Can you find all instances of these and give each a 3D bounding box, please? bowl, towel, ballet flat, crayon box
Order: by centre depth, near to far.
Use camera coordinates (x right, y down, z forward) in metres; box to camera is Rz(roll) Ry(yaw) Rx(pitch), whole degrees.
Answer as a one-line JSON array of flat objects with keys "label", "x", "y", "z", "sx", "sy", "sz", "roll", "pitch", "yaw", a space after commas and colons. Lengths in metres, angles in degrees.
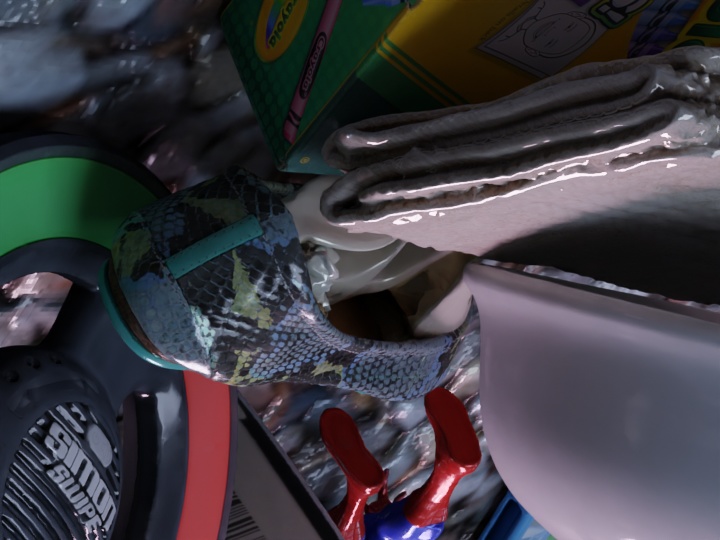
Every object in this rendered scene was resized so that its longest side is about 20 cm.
[{"label": "crayon box", "x": 0.064, "y": -0.105, "z": 0.754, "sx": 0.119, "sy": 0.058, "sz": 0.200, "roll": 1, "pitch": 143, "yaw": -37}, {"label": "towel", "x": 0.096, "y": -0.023, "z": 0.777, "sx": 0.132, "sy": 0.034, "sz": 0.200, "roll": -10, "pitch": 165, "yaw": 40}, {"label": "bowl", "x": 0.118, "y": 0.062, "z": 0.808, "sx": 0.201, "sy": 0.201, "sz": 0.090, "roll": 12, "pitch": 92, "yaw": -54}, {"label": "ballet flat", "x": 0.000, "y": 0.000, "z": 0.836, "sx": 0.074, "sy": 0.074, "sz": 0.200, "roll": -49, "pitch": 164, "yaw": 18}]

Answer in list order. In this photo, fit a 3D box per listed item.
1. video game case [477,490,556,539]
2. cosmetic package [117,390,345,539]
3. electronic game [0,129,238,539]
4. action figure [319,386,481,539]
[{"label": "video game case", "x": 0.097, "y": 0.118, "z": 1.201, "sx": 0.143, "sy": 0.018, "sz": 0.200, "roll": -11, "pitch": 141, "yaw": -41}, {"label": "cosmetic package", "x": -0.070, "y": 0.147, "z": 0.967, "sx": 0.087, "sy": 0.103, "sz": 0.200, "roll": -19, "pitch": 147, "yaw": -29}, {"label": "electronic game", "x": -0.095, "y": 0.061, "z": 0.783, "sx": 0.200, "sy": 0.042, "sz": 0.200, "roll": -18, "pitch": 111, "yaw": -56}, {"label": "action figure", "x": -0.010, "y": 0.110, "z": 1.038, "sx": 0.065, "sy": 0.052, "sz": 0.200, "roll": -15, "pitch": 149, "yaw": -27}]
